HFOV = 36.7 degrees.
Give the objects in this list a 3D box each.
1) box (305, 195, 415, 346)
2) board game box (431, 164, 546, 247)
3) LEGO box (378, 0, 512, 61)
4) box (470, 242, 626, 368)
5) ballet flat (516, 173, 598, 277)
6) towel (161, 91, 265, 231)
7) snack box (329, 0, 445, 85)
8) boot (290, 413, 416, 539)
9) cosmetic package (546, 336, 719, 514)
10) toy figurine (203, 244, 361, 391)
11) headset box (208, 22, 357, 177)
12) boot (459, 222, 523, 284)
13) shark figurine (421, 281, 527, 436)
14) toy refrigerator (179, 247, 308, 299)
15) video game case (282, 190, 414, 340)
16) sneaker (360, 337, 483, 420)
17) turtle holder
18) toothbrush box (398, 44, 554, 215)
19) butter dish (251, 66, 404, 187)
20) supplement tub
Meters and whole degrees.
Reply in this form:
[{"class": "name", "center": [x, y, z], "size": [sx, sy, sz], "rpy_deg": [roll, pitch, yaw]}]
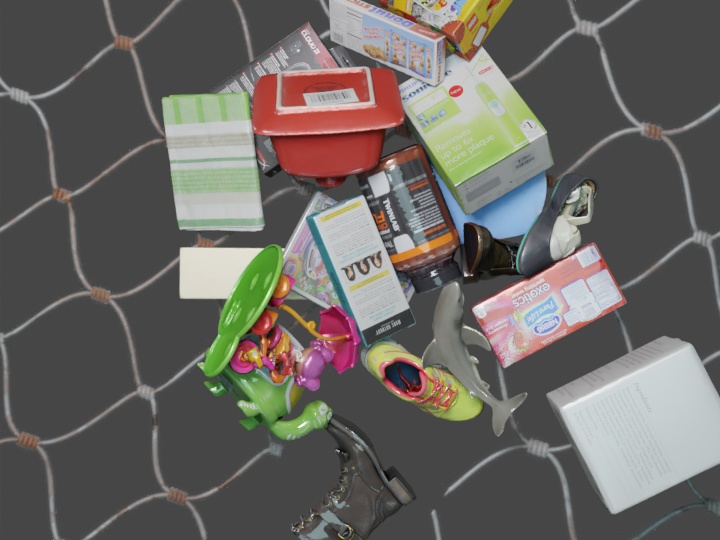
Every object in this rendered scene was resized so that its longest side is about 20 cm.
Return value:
[{"class": "box", "center": [0.000, 0.000, 1.539], "size": [0.082, 0.049, 0.200], "rpy_deg": [-24, 99, -15]}, {"class": "board game box", "center": [0.173, -0.120, 1.594], "size": [0.200, 0.039, 0.158], "rpy_deg": [-11, 91, 11]}, {"class": "LEGO box", "center": [0.143, -0.419, 1.534], "size": [0.149, 0.077, 0.200], "rpy_deg": [33, 85, 30]}, {"class": "box", "center": [0.266, 0.049, 1.559], "size": [0.200, 0.095, 0.100], "rpy_deg": [-29, 88, 4]}, {"class": "ballet flat", "center": [0.284, -0.066, 1.523], "size": [0.073, 0.073, 0.200], "rpy_deg": [33, 54, 3]}, {"class": "towel", "center": [-0.211, -0.157, 1.577], "size": [0.149, 0.031, 0.200], "rpy_deg": [2, 105, 24]}, {"class": "snack box", "center": [0.035, -0.330, 1.543], "size": [0.200, 0.072, 0.024], "rpy_deg": [30, 49, 31]}, {"class": "boot", "center": [-0.034, 0.329, 1.595], "size": [0.174, 0.069, 0.200], "rpy_deg": [-42, 90, 2]}, {"class": "cosmetic package", "center": [0.392, 0.210, 1.518], "size": [0.200, 0.167, 0.166], "rpy_deg": [-27, 88, 4]}, {"class": "toy figurine", "center": [-0.089, 0.095, 1.482], "size": [0.184, 0.150, 0.200], "rpy_deg": [32, 73, -22]}, {"class": "headset box", "center": [-0.096, -0.253, 1.589], "size": [0.200, 0.075, 0.149], "rpy_deg": [-35, 89, 3]}, {"class": "boot", "center": [0.192, -0.029, 1.515], "size": [0.097, 0.200, 0.075], "rpy_deg": [-6, 79, 0]}, {"class": "shark figurine", "center": [0.134, 0.134, 1.532], "size": [0.089, 0.128, 0.215], "rpy_deg": [-25, 88, -32]}, {"class": "toy refrigerator", "center": [-0.162, 0.004, 1.598], "size": [0.200, 0.070, 0.076], "rpy_deg": [0, 91, -1]}, {"class": "video game case", "center": [-0.012, -0.005, 1.571], "size": [0.200, 0.018, 0.143], "rpy_deg": [30, 82, -17]}, {"class": "sneaker", "center": [0.093, 0.169, 1.561], "size": [0.200, 0.090, 0.078], "rpy_deg": [26, 96, -14]}, {"class": "turtle holder", "center": [-0.133, 0.155, 1.559], "size": [0.132, 0.141, 0.185], "rpy_deg": [-42, 55, -18]}, {"class": "toothbrush box", "center": [0.156, -0.201, 1.524], "size": [0.146, 0.086, 0.200], "rpy_deg": [-29, 57, 1]}, {"class": "butter dish", "center": [-0.043, -0.183, 1.482], "size": [0.200, 0.200, 0.148], "rpy_deg": [-3, 122, -2]}, {"class": "supplement tub", "center": [0.075, -0.070, 1.537], "size": [0.107, 0.107, 0.200], "rpy_deg": [-22, 93, 3]}]
